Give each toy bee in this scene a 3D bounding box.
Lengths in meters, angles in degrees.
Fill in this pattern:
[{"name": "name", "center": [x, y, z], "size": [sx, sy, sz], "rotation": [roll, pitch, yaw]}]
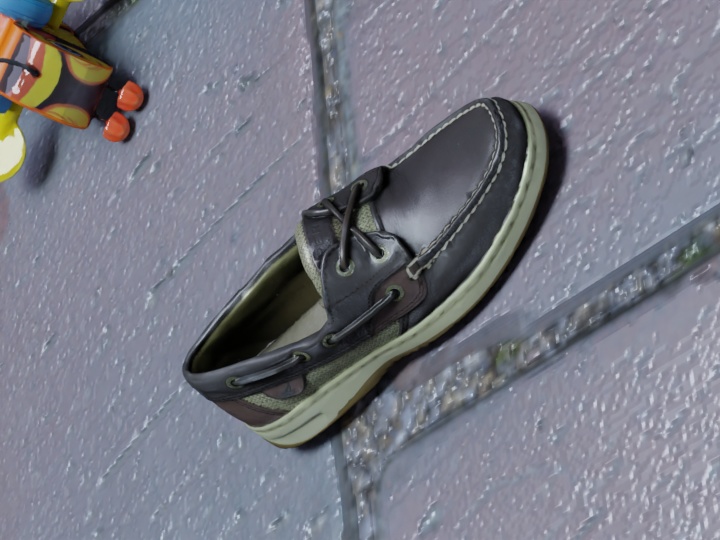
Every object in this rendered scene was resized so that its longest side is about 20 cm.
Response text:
[{"name": "toy bee", "center": [-0.168, -0.098, 1.415], "size": [0.131, 0.108, 0.200], "rotation": [-60, 11, 29]}]

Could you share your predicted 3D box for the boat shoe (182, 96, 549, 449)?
[{"name": "boat shoe", "center": [0.000, 0.000, 1.153], "size": [0.200, 0.065, 0.073], "rotation": [-49, 39, 27]}]
